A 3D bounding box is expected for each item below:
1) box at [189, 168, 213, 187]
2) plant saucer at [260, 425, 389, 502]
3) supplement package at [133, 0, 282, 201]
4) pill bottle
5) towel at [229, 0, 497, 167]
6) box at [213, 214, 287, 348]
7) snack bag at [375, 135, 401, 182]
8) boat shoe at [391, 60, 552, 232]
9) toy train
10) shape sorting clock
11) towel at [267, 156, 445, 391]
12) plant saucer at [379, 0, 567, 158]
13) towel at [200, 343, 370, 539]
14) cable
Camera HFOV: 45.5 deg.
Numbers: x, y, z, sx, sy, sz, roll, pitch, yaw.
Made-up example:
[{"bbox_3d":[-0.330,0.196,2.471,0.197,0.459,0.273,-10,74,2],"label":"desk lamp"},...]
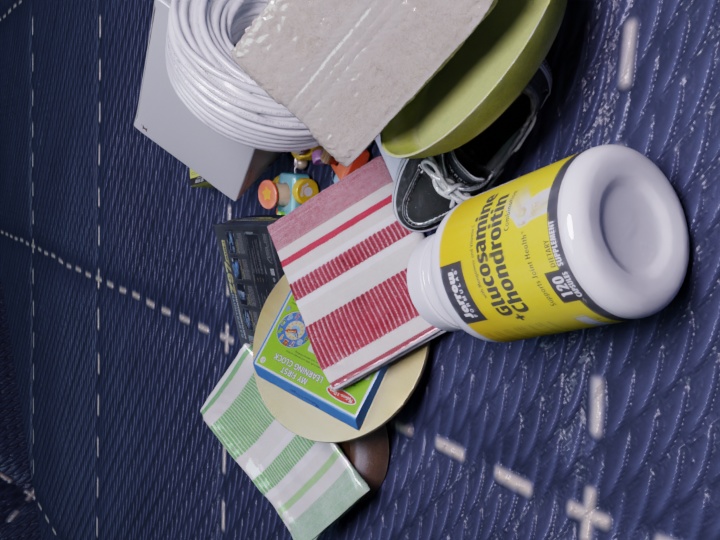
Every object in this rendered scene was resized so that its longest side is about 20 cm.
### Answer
[{"bbox_3d":[-0.205,-0.218,1.194,0.075,0.050,0.201,-4,89,58],"label":"box"},{"bbox_3d":[-0.055,0.163,0.917,0.199,0.032,0.201,17,118,36],"label":"plant saucer"},{"bbox_3d":[-0.148,-0.208,0.954,0.155,0.111,0.200,36,143,4],"label":"supplement package"},{"bbox_3d":[0.120,-0.009,0.611,0.200,0.111,0.113,-21,74,57],"label":"pill bottle"},{"bbox_3d":[0.003,-0.185,0.630,0.132,0.035,0.200,43,123,-6],"label":"towel"},{"bbox_3d":[-0.100,0.038,0.994,0.157,0.051,0.201,4,108,58],"label":"box"},{"bbox_3d":[0.058,-0.200,0.792,0.200,0.021,0.189,-51,50,43],"label":"snack bag"},{"bbox_3d":[0.083,-0.087,0.695,0.199,0.073,0.068,-43,16,42],"label":"boat shoe"},{"bbox_3d":[-0.058,-0.100,0.953,0.200,0.055,0.151,-60,43,40],"label":"toy train"},{"bbox_3d":[-0.021,0.069,0.845,0.199,0.039,0.201,-11,64,24],"label":"shape sorting clock"},{"bbox_3d":[0.000,0.000,0.827,0.144,0.023,0.201,-31,59,13],"label":"towel"},{"bbox_3d":[0.088,-0.163,0.644,0.200,0.031,0.201,-45,26,29],"label":"plant saucer"},{"bbox_3d":[-0.089,0.190,0.920,0.200,0.023,0.153,51,132,16],"label":"towel"},{"bbox_3d":[-0.085,-0.206,0.809,0.201,0.199,0.069,69,152,20],"label":"cable"}]
